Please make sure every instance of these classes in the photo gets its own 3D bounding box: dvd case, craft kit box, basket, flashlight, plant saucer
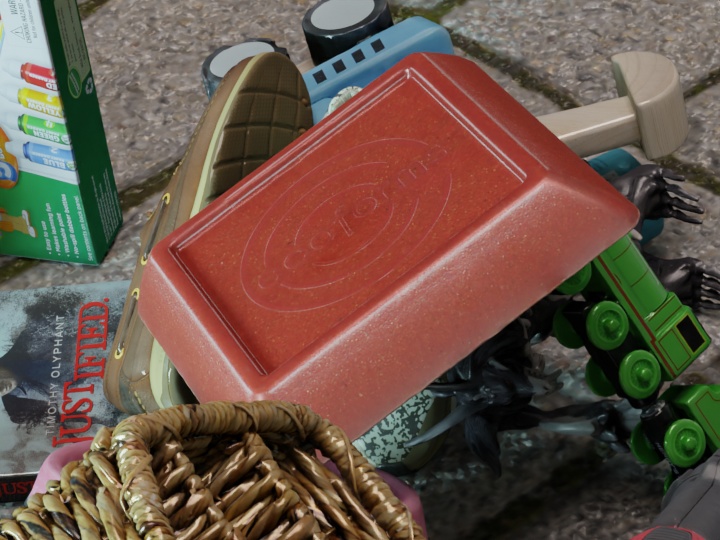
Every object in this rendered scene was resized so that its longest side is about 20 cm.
[{"bbox_3d":[-0.132,0.058,1.506,0.199,0.022,0.146,-5,39,4],"label":"dvd case"},{"bbox_3d":[-0.237,-0.099,1.573,0.197,0.200,0.049,8,43,19],"label":"craft kit box"},{"bbox_3d":[-0.030,0.139,1.111,0.149,0.143,0.200,-35,65,-4],"label":"basket"},{"bbox_3d":[0.139,0.131,1.271,0.068,0.068,0.200,-37,-4,18],"label":"flashlight"},{"bbox_3d":[-0.001,-0.013,1.328,0.199,0.037,0.200,-37,31,-3],"label":"plant saucer"}]

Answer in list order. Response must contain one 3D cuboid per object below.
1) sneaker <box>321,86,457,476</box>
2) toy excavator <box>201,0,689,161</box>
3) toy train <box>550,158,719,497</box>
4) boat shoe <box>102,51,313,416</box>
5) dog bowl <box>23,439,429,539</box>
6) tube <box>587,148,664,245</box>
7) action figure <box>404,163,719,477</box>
[{"bbox_3d":[0.000,0.000,1.449,0.077,0.089,0.201,-9,77,13],"label":"sneaker"},{"bbox_3d":[0.044,-0.072,1.549,0.194,0.100,0.200,-29,35,-21],"label":"toy excavator"},{"bbox_3d":[0.126,0.030,1.374,0.056,0.200,0.042,-41,18,-22],"label":"toy train"},{"bbox_3d":[-0.080,-0.018,1.479,0.067,0.072,0.201,-1,63,38],"label":"boat shoe"},{"bbox_3d":[-0.058,0.124,1.297,0.199,0.074,0.200,5,7,-1],"label":"dog bowl"},{"bbox_3d":[0.060,0.001,1.525,0.200,0.050,0.077,-26,53,-17],"label":"tube"},{"bbox_3d":[0.104,0.024,1.434,0.102,0.119,0.200,2,29,42],"label":"action figure"}]
